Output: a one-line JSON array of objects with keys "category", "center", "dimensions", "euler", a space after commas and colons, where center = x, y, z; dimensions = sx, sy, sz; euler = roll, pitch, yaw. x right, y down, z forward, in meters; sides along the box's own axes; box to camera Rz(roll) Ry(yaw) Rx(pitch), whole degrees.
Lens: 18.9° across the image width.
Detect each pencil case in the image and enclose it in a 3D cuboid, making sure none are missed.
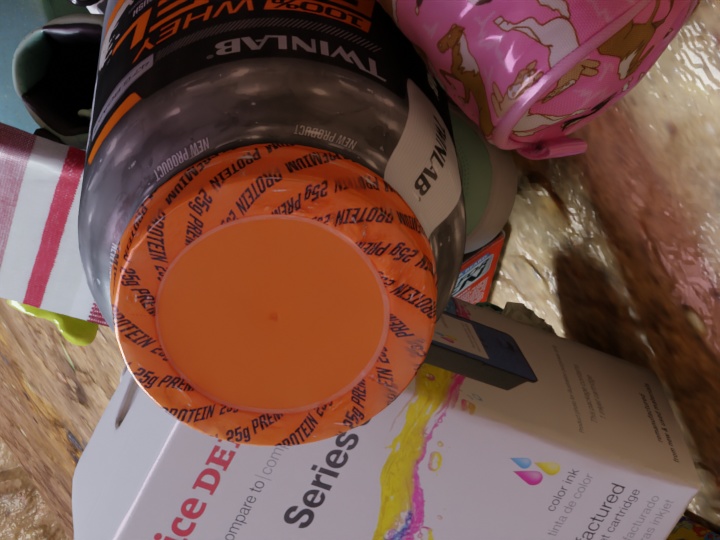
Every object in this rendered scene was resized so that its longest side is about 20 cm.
[{"category": "pencil case", "center": [0.017, -0.128, 0.671], "dimensions": [0.200, 0.083, 0.087], "euler": [49, 162, 13]}]

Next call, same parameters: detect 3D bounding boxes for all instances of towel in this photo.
[{"category": "towel", "center": [-0.079, -0.007, 0.879], "dimensions": [0.200, 0.023, 0.144], "euler": [16, 156, -9]}]

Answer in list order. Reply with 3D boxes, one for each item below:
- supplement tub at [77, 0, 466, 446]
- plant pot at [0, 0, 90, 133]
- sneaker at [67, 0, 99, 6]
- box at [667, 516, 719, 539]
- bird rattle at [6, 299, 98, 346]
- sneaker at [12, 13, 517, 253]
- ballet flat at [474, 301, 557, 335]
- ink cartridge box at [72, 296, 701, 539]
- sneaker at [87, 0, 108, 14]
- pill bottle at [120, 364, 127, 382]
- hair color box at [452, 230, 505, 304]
[{"category": "supplement tub", "center": [-0.029, -0.038, 0.715], "dimensions": [0.200, 0.122, 0.123], "euler": [-96, -17, -58]}, {"category": "plant pot", "center": [-0.176, -0.119, 1.091], "dimensions": [0.135, 0.200, 0.200], "euler": [-14, 116, 36]}, {"category": "sneaker", "center": [-0.095, -0.178, 0.830], "dimensions": [0.076, 0.114, 0.200], "euler": [34, 153, 45]}, {"category": "box", "center": [0.176, 0.237, 0.894], "dimensions": [0.193, 0.122, 0.200], "euler": [26, 148, 58]}, {"category": "bird rattle", "center": [-0.120, 0.033, 1.359], "dimensions": [0.200, 0.113, 0.163], "euler": [49, 147, 5]}, {"category": "sneaker", "center": [-0.044, -0.050, 0.857], "dimensions": [0.200, 0.074, 0.118], "euler": [18, -172, 24]}, {"category": "ballet flat", "center": [0.090, 0.084, 0.941], "dimensions": [0.072, 0.072, 0.200], "euler": [41, 166, 38]}, {"category": "ink cartridge box", "center": [0.005, 0.084, 0.834], "dimensions": [0.200, 0.145, 0.088], "euler": [21, -154, -18]}, {"category": "sneaker", "center": [-0.115, -0.170, 0.995], "dimensions": [0.200, 0.074, 0.085], "euler": [60, 171, 10]}, {"category": "pill bottle", "center": [-0.042, 0.113, 1.262], "dimensions": [0.200, 0.113, 0.113], "euler": [57, 163, -12]}, {"category": "hair color box", "center": [0.000, 0.000, 1.011], "dimensions": [0.111, 0.064, 0.200], "euler": [50, 162, 16]}]
